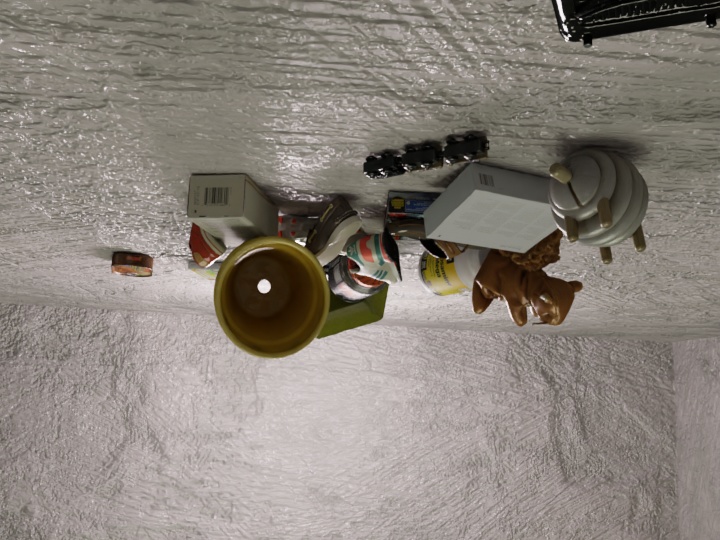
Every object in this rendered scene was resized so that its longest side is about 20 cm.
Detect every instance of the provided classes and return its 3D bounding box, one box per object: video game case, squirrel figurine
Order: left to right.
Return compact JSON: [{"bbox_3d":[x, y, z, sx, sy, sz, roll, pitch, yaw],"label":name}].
[{"bbox_3d":[-0.377,0.006,1.946,0.176,0.024,0.200,2,171,4],"label":"video game case"},{"bbox_3d":[0.312,0.005,1.252,0.138,0.206,0.186,-9,-162,-24],"label":"squirrel figurine"}]

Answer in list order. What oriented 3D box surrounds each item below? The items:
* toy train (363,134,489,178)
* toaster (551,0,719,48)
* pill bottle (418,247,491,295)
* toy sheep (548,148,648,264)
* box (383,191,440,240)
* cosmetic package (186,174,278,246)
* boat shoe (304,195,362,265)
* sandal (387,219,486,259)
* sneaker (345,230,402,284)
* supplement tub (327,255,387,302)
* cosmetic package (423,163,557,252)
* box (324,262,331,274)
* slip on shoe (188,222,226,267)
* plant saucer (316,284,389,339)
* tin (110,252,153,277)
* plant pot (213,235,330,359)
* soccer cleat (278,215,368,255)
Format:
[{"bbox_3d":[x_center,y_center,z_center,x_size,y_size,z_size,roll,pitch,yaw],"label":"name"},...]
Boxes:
[{"bbox_3d":[0.090,-0.151,0.926,0.196,0.035,0.045,-5,171,37],"label":"toy train"},{"bbox_3d":[0.167,-0.212,0.323,0.176,0.122,0.199,-3,169,24],"label":"toaster"},{"bbox_3d":[0.216,-0.013,1.430,0.110,0.116,0.199,8,168,-29],"label":"pill bottle"},{"bbox_3d":[0.315,-0.094,0.908,0.136,0.142,0.198,-7,156,44],"label":"toy sheep"},{"bbox_3d":[0.110,-0.092,1.225,0.133,0.041,0.200,4,170,1],"label":"box"},{"bbox_3d":[-0.214,-0.099,1.176,0.100,0.075,0.200,0,170,8],"label":"cosmetic package"},{"bbox_3d":[-0.064,-0.061,1.235,0.071,0.060,0.200,-23,166,-35],"label":"boat shoe"},{"bbox_3d":[0.137,-0.049,1.179,0.195,0.056,0.081,7,169,-25],"label":"sandal"},{"bbox_3d":[0.025,-0.020,1.301,0.091,0.072,0.200,-9,164,9],"label":"sneaker"},{"bbox_3d":[0.000,0.000,1.526,0.119,0.126,0.200,5,170,-14],"label":"supplement tub"},{"bbox_3d":[0.218,-0.092,1.066,0.195,0.053,0.151,7,150,-24],"label":"cosmetic package"},{"bbox_3d":[-0.173,-0.005,1.762,0.156,0.047,0.198,10,167,-37],"label":"box"},{"bbox_3d":[-0.299,-0.058,1.293,0.074,0.061,0.200,47,180,-26],"label":"slip on shoe"},{"bbox_3d":[-0.024,0.060,1.702,0.196,0.202,0.048,-19,126,28],"label":"plant saucer"},{"bbox_3d":[-0.620,-0.014,1.858,0.109,0.043,0.199,10,168,-18],"label":"tin"},{"bbox_3d":[-0.166,0.038,1.219,0.195,0.207,0.189,5,-176,-15],"label":"plant pot"},{"bbox_3d":[-0.078,-0.072,1.331,0.194,0.071,0.078,9,176,3],"label":"soccer cleat"}]
